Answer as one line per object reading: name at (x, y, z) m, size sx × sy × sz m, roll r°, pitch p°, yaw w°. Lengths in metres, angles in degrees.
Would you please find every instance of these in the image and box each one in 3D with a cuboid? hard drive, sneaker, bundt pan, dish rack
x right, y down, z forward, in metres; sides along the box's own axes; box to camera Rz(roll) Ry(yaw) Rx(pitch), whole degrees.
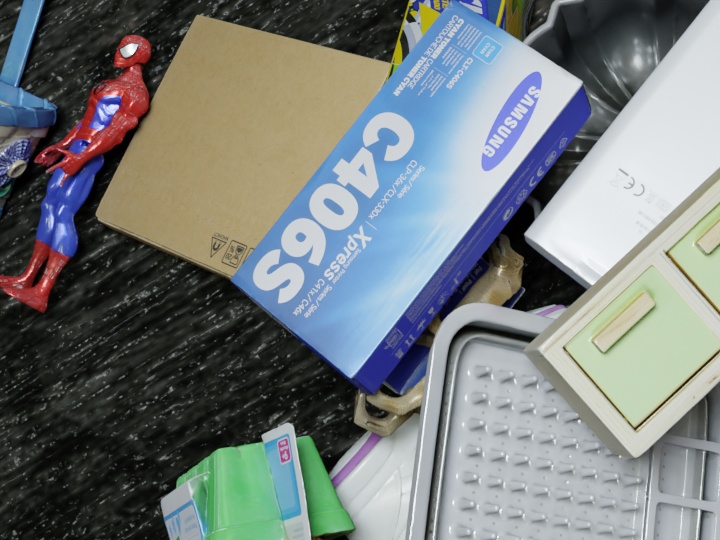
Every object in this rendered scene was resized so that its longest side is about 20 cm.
hard drive at (0.205, -0.057, 0.823) m, size 0.132 × 0.025 × 0.200 m, roll 38°, pitch 86°, yaw 17°
sneaker at (0.070, 0.106, 0.901) m, size 0.200 × 0.075 × 0.100 m, roll -44°, pitch 89°, yaw 3°
bundt pan at (0.187, -0.083, 0.888) m, size 0.200 × 0.076 × 0.204 m, roll -3°, pitch 77°, yaw 12°
dish rack at (0.113, 0.117, 0.806) m, size 0.198 × 0.043 × 0.174 m, roll 13°, pitch 77°, yaw -22°

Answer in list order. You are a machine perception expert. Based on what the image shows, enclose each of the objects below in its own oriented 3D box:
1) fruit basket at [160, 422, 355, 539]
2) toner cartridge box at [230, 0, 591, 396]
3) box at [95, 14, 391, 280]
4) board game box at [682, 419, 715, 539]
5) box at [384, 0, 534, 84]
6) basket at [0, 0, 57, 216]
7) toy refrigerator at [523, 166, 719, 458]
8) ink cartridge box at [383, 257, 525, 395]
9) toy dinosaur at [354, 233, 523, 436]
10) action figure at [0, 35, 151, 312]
fruit basket at (-0.061, 0.206, 0.860) m, size 0.093 × 0.185 × 0.202 m, roll 1°, pitch 73°, yaw -21°
toner cartridge box at (0.028, -0.041, 0.795) m, size 0.095 × 0.043 × 0.201 m, roll 36°, pitch 86°, yaw 23°
box at (-0.078, -0.080, 0.962) m, size 0.199 × 0.021 × 0.165 m, roll 21°, pitch 82°, yaw 42°
board game box at (0.266, 0.134, 0.843) m, size 0.199 × 0.035 × 0.136 m, roll -29°, pitch 72°, yaw 9°
box at (0.061, -0.128, 0.906) m, size 0.064 × 0.070 × 0.201 m, roll 4°, pitch 56°, yaw 18°
basket at (-0.287, -0.135, 1.000) m, size 0.138 × 0.176 × 0.202 m, roll 18°, pitch 102°, yaw 21°
toy refrigerator at (0.185, 0.002, 0.756) m, size 0.200 × 0.070 × 0.076 m, roll -42°, pitch 88°, yaw -3°
ink cartridge box at (0.000, 0.000, 0.913) m, size 0.199 × 0.039 × 0.100 m, roll 32°, pitch 81°, yaw 39°
toy dinosaur at (0.050, 0.074, 0.829) m, size 0.100 × 0.058 × 0.202 m, roll 8°, pitch 87°, yaw -7°
action figure at (-0.197, -0.073, 1.015) m, size 0.201 × 0.051 × 0.065 m, roll -62°, pitch 27°, yaw -4°
